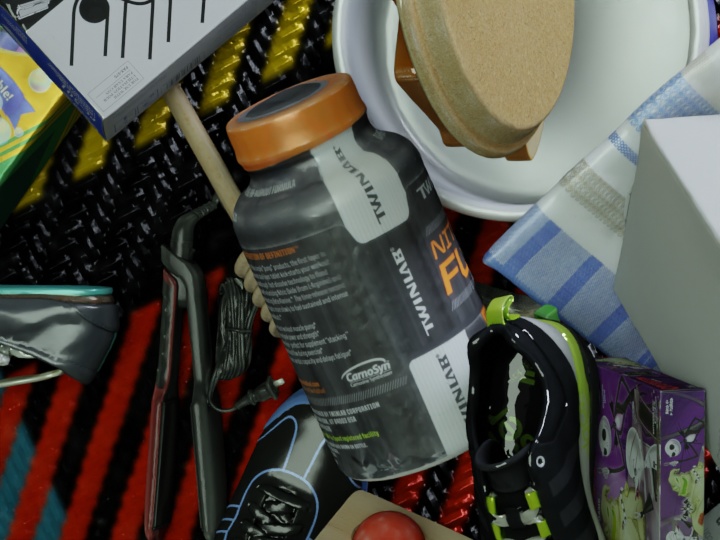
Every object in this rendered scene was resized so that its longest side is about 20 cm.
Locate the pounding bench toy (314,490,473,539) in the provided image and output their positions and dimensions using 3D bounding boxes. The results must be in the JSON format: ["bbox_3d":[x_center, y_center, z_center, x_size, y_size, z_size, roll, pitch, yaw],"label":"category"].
[{"bbox_3d":[0.050,0.230,1.550,0.200,0.124,0.156,23,122,12],"label":"pounding bench toy"}]

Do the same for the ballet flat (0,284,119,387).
[{"bbox_3d":[-0.235,0.032,1.675,0.200,0.073,0.073,7,93,11],"label":"ballet flat"}]

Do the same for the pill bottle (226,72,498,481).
[{"bbox_3d":[0.000,0.000,1.535,0.106,0.106,0.200,-20,104,13],"label":"pill bottle"}]

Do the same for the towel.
[{"bbox_3d":[0.178,-0.036,1.545,0.200,0.147,0.024,-42,40,13],"label":"towel"}]

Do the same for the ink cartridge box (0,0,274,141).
[{"bbox_3d":[-0.095,-0.172,1.614,0.200,0.044,0.094,-41,81,-11],"label":"ink cartridge box"}]

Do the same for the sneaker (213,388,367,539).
[{"bbox_3d":[-0.050,0.162,1.615,0.070,0.078,0.200,19,103,12],"label":"sneaker"}]

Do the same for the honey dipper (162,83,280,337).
[{"bbox_3d":[-0.080,-0.052,1.632,0.038,0.038,0.200,-37,67,12],"label":"honey dipper"}]

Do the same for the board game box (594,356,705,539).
[{"bbox_3d":[0.141,0.150,1.489,0.032,0.120,0.200,-1,96,-10],"label":"board game box"}]

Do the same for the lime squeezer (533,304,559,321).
[{"bbox_3d":[0.118,0.094,1.590,0.038,0.071,0.200,12,124,18],"label":"lime squeezer"}]

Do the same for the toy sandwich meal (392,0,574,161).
[{"bbox_3d":[0.045,-0.144,1.459,0.070,0.205,0.205,-5,90,28],"label":"toy sandwich meal"}]

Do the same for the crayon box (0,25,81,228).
[{"bbox_3d":[-0.211,-0.129,1.674,0.126,0.052,0.200,38,99,10],"label":"crayon box"}]

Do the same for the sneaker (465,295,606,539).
[{"bbox_3d":[0.077,0.114,1.469,0.072,0.083,0.200,-13,75,29],"label":"sneaker"}]

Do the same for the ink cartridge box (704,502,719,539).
[{"bbox_3d":[0.275,0.166,1.485,0.200,0.145,0.145,-41,121,11],"label":"ink cartridge box"}]

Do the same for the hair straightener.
[{"bbox_3d":[-0.077,0.055,1.656,0.077,0.041,0.200,4,87,14],"label":"hair straightener"}]

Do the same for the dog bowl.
[{"bbox_3d":[0.090,-0.126,1.586,0.200,0.079,0.200,0,90,14],"label":"dog bowl"}]

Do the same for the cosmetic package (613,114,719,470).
[{"bbox_3d":[0.199,0.021,1.451,0.081,0.200,0.113,-5,130,-16],"label":"cosmetic package"}]

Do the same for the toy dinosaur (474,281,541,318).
[{"bbox_3d":[0.027,0.029,1.623,0.200,0.047,0.088,14,88,10],"label":"toy dinosaur"}]
